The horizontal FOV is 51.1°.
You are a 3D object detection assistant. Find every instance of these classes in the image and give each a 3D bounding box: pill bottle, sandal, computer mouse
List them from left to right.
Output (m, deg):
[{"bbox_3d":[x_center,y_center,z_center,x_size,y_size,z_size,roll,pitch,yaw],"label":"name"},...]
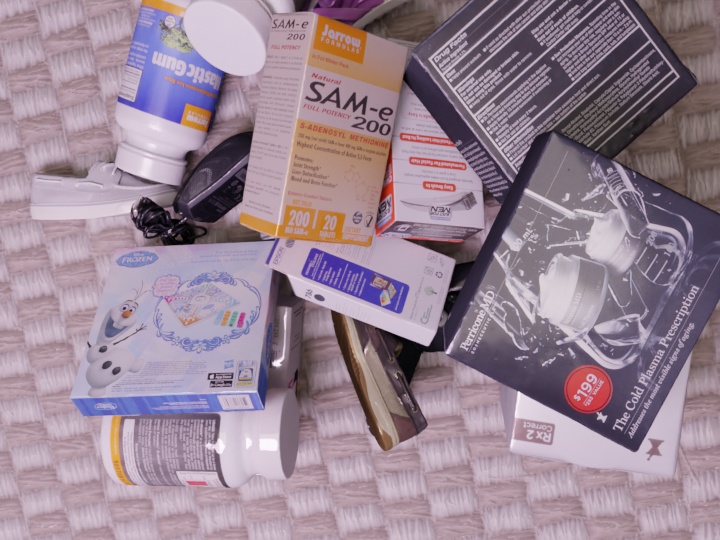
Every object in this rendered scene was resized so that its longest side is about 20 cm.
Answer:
[{"bbox_3d":[-0.222,-0.209,0.879,0.109,0.112,0.205,17,98,5],"label":"pill bottle"},{"bbox_3d":[-0.171,0.177,0.824,0.194,0.116,0.120,0,96,9],"label":"pill bottle"},{"bbox_3d":[-0.174,-0.107,0.890,0.198,0.139,0.053,-34,73,1],"label":"computer mouse"},{"bbox_3d":[-0.106,-0.317,0.808,0.111,0.114,0.203,19,64,5],"label":"pill bottle"},{"bbox_3d":[-0.019,-0.308,0.850,0.200,0.050,0.083,-34,61,-8],"label":"sandal"}]

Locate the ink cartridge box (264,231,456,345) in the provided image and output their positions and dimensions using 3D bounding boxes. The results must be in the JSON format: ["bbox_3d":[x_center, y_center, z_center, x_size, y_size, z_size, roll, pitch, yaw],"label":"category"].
[{"bbox_3d":[0.000,0.000,0.822,0.196,0.039,0.101,22,57,0],"label":"ink cartridge box"}]

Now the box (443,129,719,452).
[{"bbox_3d":[0.191,0.014,0.646,0.179,0.104,0.204,26,99,3],"label":"box"}]

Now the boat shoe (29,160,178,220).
[{"bbox_3d":[-0.317,-0.101,0.930,0.195,0.072,0.071,-2,97,17],"label":"boat shoe"}]

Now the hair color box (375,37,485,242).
[{"bbox_3d":[0.071,-0.140,0.825,0.108,0.064,0.206,3,75,-21],"label":"hair color box"}]

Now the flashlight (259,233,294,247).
[{"bbox_3d":[-0.022,-0.065,0.887,0.195,0.069,0.069,-16,129,4],"label":"flashlight"}]

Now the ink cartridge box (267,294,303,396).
[{"bbox_3d":[-0.150,0.131,0.919,0.141,0.084,0.206,5,96,7],"label":"ink cartridge box"}]

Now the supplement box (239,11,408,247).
[{"bbox_3d":[-0.035,-0.133,0.737,0.073,0.124,0.205,19,102,47],"label":"supplement box"}]

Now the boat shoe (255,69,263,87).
[{"bbox_3d":[-0.058,-0.189,0.887,0.074,0.093,0.203,-30,64,14],"label":"boat shoe"}]

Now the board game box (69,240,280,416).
[{"bbox_3d":[-0.192,0.059,0.822,0.194,0.203,0.044,-2,141,5],"label":"board game box"}]

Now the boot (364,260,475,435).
[{"bbox_3d":[0.083,0.093,0.887,0.164,0.076,0.206,-3,90,12],"label":"boot"}]

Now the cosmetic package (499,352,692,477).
[{"bbox_3d":[0.240,0.095,0.805,0.160,0.200,0.170,6,97,6],"label":"cosmetic package"}]

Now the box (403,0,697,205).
[{"bbox_3d":[0.177,-0.190,0.745,0.199,0.123,0.200,-39,94,1],"label":"box"}]

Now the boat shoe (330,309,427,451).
[{"bbox_3d":[0.017,0.094,0.834,0.063,0.074,0.204,-15,70,-12],"label":"boat shoe"}]
